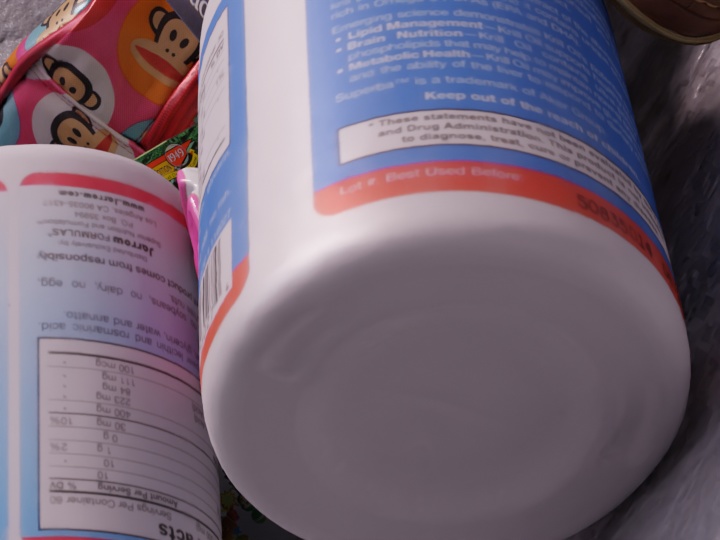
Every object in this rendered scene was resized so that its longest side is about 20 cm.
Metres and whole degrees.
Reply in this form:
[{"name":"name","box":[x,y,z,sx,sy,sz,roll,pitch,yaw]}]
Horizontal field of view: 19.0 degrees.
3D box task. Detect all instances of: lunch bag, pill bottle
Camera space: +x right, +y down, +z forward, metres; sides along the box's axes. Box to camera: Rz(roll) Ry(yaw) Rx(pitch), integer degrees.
[{"name":"lunch bag","box":[-0.098,-0.087,0.915,0.200,0.082,0.176,-47,13,46]},{"name":"pill bottle","box":[-0.095,0.072,0.642,0.109,0.109,0.200,133,139,-52]},{"name":"pill bottle","box":[0.015,-0.033,0.548,0.112,0.112,0.200,-55,25,35]}]

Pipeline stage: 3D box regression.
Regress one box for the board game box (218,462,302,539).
[{"name":"board game box","box":[-0.131,0.069,0.788,0.148,0.200,0.064,-44,22,58]}]

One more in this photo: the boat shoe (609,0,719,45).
[{"name":"boat shoe","box":[0.111,-0.156,0.557,0.068,0.072,0.200,-17,50,68]}]

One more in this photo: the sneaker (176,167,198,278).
[{"name":"sneaker","box":[0.000,0.000,0.706,0.200,0.088,0.081,11,-113,-87]}]

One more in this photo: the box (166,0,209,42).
[{"name":"box","box":[-0.007,-0.188,0.690,0.200,0.123,0.198,51,134,28]}]

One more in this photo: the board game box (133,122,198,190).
[{"name":"board game box","box":[-0.024,-0.055,0.789,0.200,0.023,0.105,-34,-6,-32]}]
